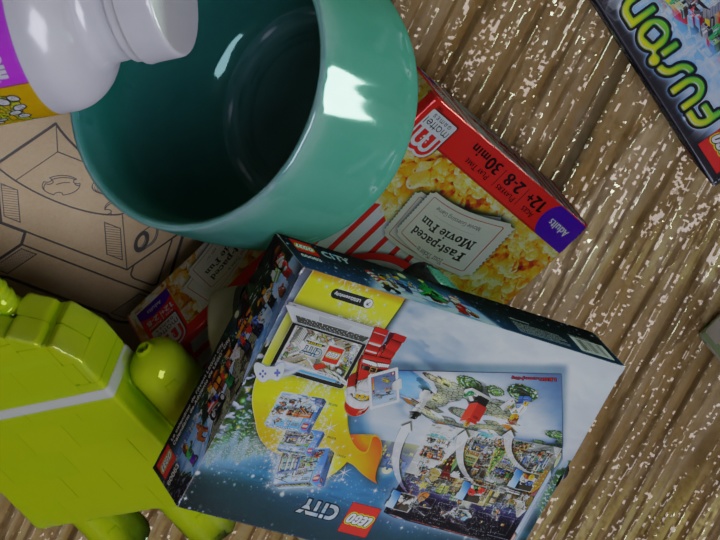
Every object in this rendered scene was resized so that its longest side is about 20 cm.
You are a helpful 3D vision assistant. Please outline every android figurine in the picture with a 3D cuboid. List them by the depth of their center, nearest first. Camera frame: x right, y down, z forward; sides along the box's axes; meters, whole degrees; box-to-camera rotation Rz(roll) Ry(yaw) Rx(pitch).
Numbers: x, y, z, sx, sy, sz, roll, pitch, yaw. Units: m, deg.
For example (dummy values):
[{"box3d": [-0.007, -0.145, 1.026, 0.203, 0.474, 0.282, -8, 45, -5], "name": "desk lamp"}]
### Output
[{"box3d": [-0.152, 0.074, 1.511, 0.182, 0.041, 0.200, -14, 130, 36], "name": "android figurine"}]

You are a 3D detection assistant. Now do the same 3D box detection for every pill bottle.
[{"box3d": [-0.182, -0.118, 1.381, 0.200, 0.104, 0.104, -10, 122, 16], "name": "pill bottle"}]

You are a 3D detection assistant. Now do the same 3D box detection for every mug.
[{"box3d": [-0.043, -0.101, 1.432, 0.114, 0.152, 0.185, 15, 95, -56], "name": "mug"}]

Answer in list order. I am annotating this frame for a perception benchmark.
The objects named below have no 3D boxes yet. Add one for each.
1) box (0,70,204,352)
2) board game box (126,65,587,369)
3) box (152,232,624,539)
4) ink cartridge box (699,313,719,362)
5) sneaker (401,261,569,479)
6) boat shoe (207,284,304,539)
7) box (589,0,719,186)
[{"box3d": [-0.144, -0.027, 1.523, 0.163, 0.021, 0.200, -34, 120, 2], "name": "box"}, {"box3d": [0.000, 0.000, 1.544, 0.200, 0.046, 0.151, -44, 136, 10], "name": "board game box"}, {"box3d": [0.015, 0.072, 1.450, 0.200, 0.038, 0.137, 18, 110, -33], "name": "box"}, {"box3d": [0.277, 0.104, 1.609, 0.048, 0.200, 0.146, -44, 119, 9], "name": "ink cartridge box"}, {"box3d": [0.042, 0.076, 1.552, 0.087, 0.074, 0.200, -31, 140, 2], "name": "sneaker"}, {"box3d": [-0.013, 0.080, 1.507, 0.068, 0.075, 0.200, -12, 138, 14], "name": "boat shoe"}, {"box3d": [0.179, -0.150, 1.544, 0.110, 0.035, 0.200, -35, 121, 4], "name": "box"}]
